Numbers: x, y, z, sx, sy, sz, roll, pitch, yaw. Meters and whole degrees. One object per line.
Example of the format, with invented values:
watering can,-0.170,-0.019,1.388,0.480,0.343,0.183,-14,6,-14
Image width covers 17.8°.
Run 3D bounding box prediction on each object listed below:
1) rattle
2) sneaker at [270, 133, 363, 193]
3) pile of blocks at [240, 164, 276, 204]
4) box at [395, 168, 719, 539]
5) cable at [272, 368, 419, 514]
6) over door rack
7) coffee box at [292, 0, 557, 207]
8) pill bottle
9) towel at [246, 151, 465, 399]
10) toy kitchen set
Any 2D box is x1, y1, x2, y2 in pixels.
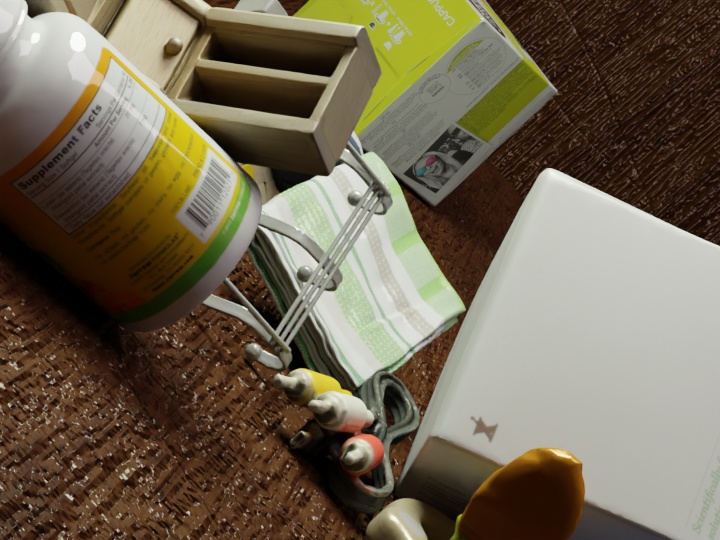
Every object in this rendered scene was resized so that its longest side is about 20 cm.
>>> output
rattle,0.100,0.165,1.411,0.130,0.143,0.200,33,5,34
sneaker,-0.004,-0.020,1.718,0.146,0.077,0.202,-119,-175,-45
pile of blocks,-0.135,-0.094,1.648,0.062,0.082,0.200,3,-33,34
box,0.155,0.081,1.475,0.200,0.199,0.171,24,-20,2
cable,0.012,0.099,1.457,0.097,0.050,0.200,50,21,14
over door rack,-0.069,-0.055,1.429,0.067,0.148,0.200,11,-32,37
coffee box,0.063,-0.237,2.612,0.198,0.200,0.200,36,16,-52
pill bottle,-0.157,-0.067,1.237,0.200,0.111,0.111,43,11,-27
towel,0.000,0.000,1.617,0.149,0.031,0.200,63,32,-3
toy kitchen set,-0.091,-0.188,1.274,0.180,0.163,0.200,10,-33,25
